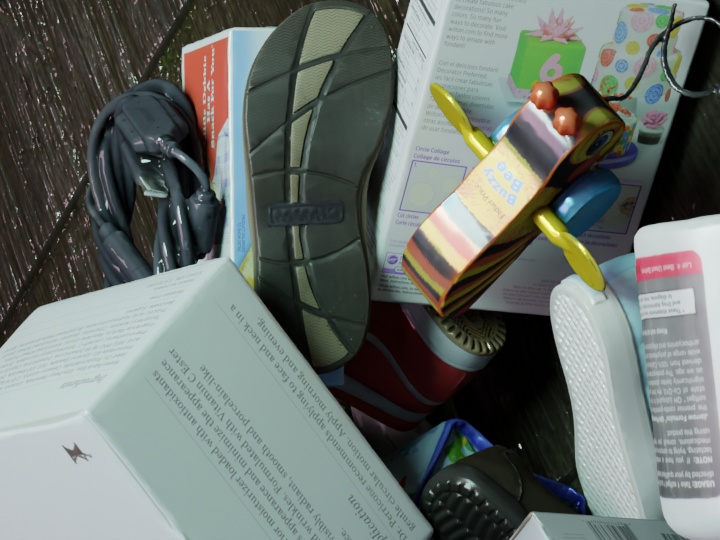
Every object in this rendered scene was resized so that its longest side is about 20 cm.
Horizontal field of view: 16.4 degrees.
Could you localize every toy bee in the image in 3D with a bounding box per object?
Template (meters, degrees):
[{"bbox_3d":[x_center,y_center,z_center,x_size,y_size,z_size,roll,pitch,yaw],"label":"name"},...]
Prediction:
[{"bbox_3d":[0.087,-0.063,1.255,0.131,0.109,0.201,28,94,20],"label":"toy bee"}]

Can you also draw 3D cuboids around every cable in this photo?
[{"bbox_3d":[-0.120,-0.025,1.453,0.200,0.051,0.164,-136,43,-64],"label":"cable"}]

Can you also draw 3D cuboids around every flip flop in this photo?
[{"bbox_3d":[-0.024,-0.045,1.343,0.058,0.081,0.201,-136,47,-86],"label":"flip flop"}]

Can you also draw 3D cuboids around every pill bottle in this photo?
[{"bbox_3d":[0.198,0.072,1.224,0.111,0.110,0.201,-9,86,58],"label":"pill bottle"}]

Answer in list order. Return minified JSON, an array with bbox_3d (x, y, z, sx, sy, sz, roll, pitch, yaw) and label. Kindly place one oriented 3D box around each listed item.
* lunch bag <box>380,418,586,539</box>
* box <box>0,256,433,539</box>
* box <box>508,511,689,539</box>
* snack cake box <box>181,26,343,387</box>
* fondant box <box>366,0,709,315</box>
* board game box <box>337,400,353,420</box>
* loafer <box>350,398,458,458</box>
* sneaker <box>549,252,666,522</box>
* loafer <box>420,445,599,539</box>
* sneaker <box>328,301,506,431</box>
[{"bbox_3d":[0.026,0.209,1.429,0.201,0.127,0.170,-63,12,-28],"label":"lunch bag"},{"bbox_3d":[-0.105,0.120,1.341,0.200,0.131,0.199,-14,118,50],"label":"box"},{"bbox_3d":[0.175,0.208,1.234,0.041,0.155,0.200,-56,48,26],"label":"box"},{"bbox_3d":[-0.057,-0.034,1.423,0.115,0.067,0.201,180,90,-74],"label":"snack cake box"},{"bbox_3d":[0.087,-0.075,1.344,0.058,0.144,0.201,-111,31,-55],"label":"fondant box"},{"bbox_3d":[-0.034,0.139,1.554,0.200,0.023,0.105,-53,-21,-79],"label":"board game box"},{"bbox_3d":[0.011,0.036,1.562,0.070,0.070,0.201,-42,66,46],"label":"loafer"},{"bbox_3d":[0.161,0.078,1.330,0.074,0.082,0.201,43,152,50],"label":"sneaker"},{"bbox_3d":[0.123,0.167,1.348,0.200,0.071,0.073,48,134,-4],"label":"loafer"},{"bbox_3d":[0.000,0.000,1.466,0.113,0.071,0.200,-51,56,38],"label":"sneaker"}]
